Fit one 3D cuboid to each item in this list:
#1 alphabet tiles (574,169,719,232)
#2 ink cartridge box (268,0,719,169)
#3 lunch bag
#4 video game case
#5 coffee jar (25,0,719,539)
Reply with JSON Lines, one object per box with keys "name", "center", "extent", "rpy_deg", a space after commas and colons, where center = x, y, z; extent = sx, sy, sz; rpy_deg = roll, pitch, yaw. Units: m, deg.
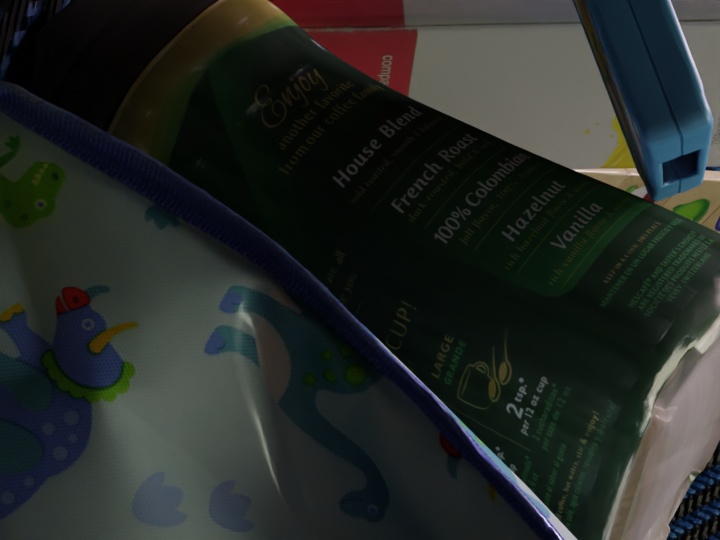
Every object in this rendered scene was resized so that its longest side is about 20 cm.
{"name": "alphabet tiles", "center": [0.038, 0.032, 1.007], "extent": [0.167, 0.008, 0.200], "rpy_deg": [1, 140, -50]}
{"name": "ink cartridge box", "center": [0.061, -0.109, 0.887], "extent": [0.083, 0.200, 0.145], "rpy_deg": [97, -10, -58]}
{"name": "lunch bag", "center": [-0.025, 0.070, 0.653], "extent": [0.128, 0.200, 0.170], "rpy_deg": [-61, 173, -12]}
{"name": "video game case", "center": [0.050, -0.090, 0.692], "extent": [0.200, 0.018, 0.143], "rpy_deg": [18, 52, -84]}
{"name": "coffee jar", "center": [0.000, 0.000, 0.776], "extent": [0.085, 0.200, 0.104], "rpy_deg": [-46, 157, -41]}
